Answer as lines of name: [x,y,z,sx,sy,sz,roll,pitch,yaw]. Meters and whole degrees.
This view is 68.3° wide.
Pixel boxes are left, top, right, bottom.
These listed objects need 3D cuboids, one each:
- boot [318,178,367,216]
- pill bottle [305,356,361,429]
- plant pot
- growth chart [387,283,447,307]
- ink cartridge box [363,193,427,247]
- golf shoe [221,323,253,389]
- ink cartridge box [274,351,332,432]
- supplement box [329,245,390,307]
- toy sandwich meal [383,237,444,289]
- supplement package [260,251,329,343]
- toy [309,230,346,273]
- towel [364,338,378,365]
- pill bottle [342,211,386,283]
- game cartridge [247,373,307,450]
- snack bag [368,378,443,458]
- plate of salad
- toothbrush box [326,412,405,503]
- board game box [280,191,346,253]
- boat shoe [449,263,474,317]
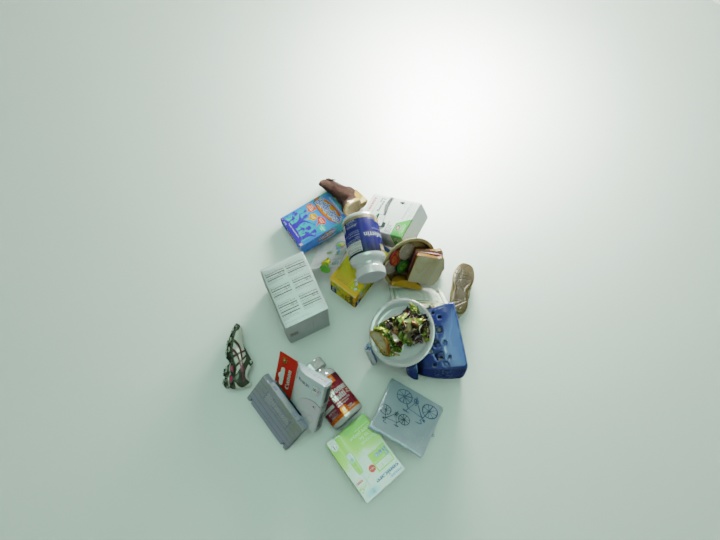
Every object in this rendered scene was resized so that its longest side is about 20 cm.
boot: [-0.075,-0.252,1.800,0.165,0.200,0.073,29,111,9]
pill bottle: [-0.095,0.368,1.603,0.109,0.110,0.200,-38,76,-14]
plant pot: [0.216,0.229,1.621,0.177,0.200,0.203,-9,70,2]
growth chart: [0.186,0.084,1.717,0.196,0.018,0.145,7,27,-1]
ink cartridge box: [0.101,-0.162,1.769,0.198,0.085,0.147,17,67,35]
golf shoe: [-0.380,0.269,1.661,0.087,0.077,0.203,8,71,-20]
ink cartridge box: [-0.186,0.356,1.563,0.198,0.057,0.165,23,113,21]
supplement box: [0.000,0.000,1.739,0.109,0.109,0.201,35,73,11]
toy sandwich meal: [0.168,-0.011,1.682,0.202,0.207,0.071,-20,40,-9]
supplement package: [-0.201,0.088,1.657,0.145,0.192,0.202,-23,72,-11]
toy: [-0.087,-0.061,1.757,0.113,0.048,0.201,-5,36,23]
towel: [0.088,0.198,1.650,0.024,0.147,0.200,34,72,25]
pill bottle: [0.014,-0.071,1.645,0.114,0.116,0.203,-10,71,-5]
game cartridge: [-0.247,0.419,1.578,0.201,0.130,0.038,49,32,14]
snack bag: [0.139,0.442,1.588,0.187,0.022,0.201,29,45,6]
plate of salad: [0.116,0.177,1.537,0.197,0.048,0.203,-6,70,16]
toothbrush box: [0.012,0.547,1.555,0.145,0.086,0.201,-35,76,-14]
board game box: [-0.152,-0.167,1.810,0.198,0.045,0.152,-32,58,-13]
boat shoe: [0.326,0.067,1.747,0.073,0.067,0.202,18,56,6]
